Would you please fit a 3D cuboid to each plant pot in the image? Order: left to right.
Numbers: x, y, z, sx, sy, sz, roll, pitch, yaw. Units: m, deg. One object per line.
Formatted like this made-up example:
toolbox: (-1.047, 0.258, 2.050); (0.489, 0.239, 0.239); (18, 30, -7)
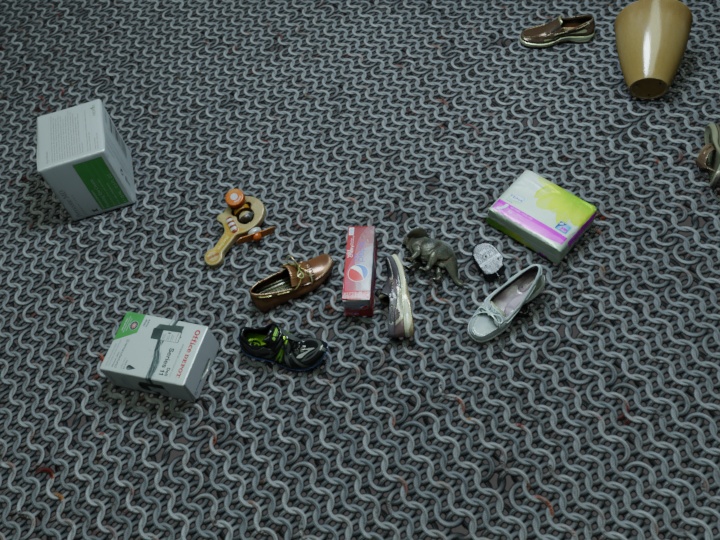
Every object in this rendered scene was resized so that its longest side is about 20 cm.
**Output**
plant pot: (0.725, -0.540, 1.799); (0.185, 0.186, 0.201); (7, 70, 13)

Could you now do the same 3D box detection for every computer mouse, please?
computer mouse: (0.304, 0.020, 1.557); (0.058, 0.034, 0.200); (-30, 63, 4)

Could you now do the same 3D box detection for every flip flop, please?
flip flop: (0.794, -0.262, 1.641); (0.057, 0.081, 0.201); (8, 53, 8)

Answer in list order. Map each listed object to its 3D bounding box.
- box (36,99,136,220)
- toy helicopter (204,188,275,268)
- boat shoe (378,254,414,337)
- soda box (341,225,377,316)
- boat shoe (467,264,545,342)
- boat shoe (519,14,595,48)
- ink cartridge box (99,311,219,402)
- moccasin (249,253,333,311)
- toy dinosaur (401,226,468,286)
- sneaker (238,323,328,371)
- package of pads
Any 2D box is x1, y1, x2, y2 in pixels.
box: (-0.688, -0.277, 1.810); (0.171, 0.199, 0.201); (-17, 55, -2)
toy helicopter: (-0.294, -0.086, 1.709); (0.132, 0.079, 0.200); (29, 75, 16)
boat shoe: (0.070, 0.054, 1.543); (0.064, 0.072, 0.201); (-9, 60, -3)
soda box: (0.000, 0.000, 1.590); (0.063, 0.070, 0.201); (0, 55, 8)
boat shoe: (0.299, 0.066, 1.485); (0.202, 0.065, 0.074); (-40, 63, -1)
boat shoe: (0.536, -0.662, 1.960); (0.201, 0.075, 0.075); (-6, 55, 5)
ink cartridge box: (-0.421, 0.181, 1.523); (0.199, 0.083, 0.147); (8, 58, 13)
moccasin: (-0.153, 0.016, 1.599); (0.201, 0.078, 0.074); (-22, 55, -6)
toy dinosaur: (0.159, -0.034, 1.587); (0.199, 0.077, 0.102); (27, 70, 27)
sneaker: (-0.165, 0.157, 1.500); (0.199, 0.083, 0.071); (8, 58, 14)
package of pads: (0.407, -0.126, 1.615); (0.200, 0.068, 0.154); (35, 68, 27)
